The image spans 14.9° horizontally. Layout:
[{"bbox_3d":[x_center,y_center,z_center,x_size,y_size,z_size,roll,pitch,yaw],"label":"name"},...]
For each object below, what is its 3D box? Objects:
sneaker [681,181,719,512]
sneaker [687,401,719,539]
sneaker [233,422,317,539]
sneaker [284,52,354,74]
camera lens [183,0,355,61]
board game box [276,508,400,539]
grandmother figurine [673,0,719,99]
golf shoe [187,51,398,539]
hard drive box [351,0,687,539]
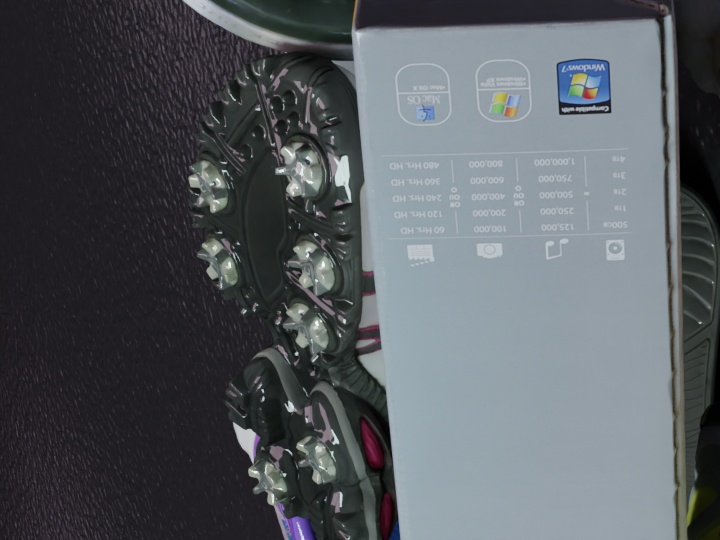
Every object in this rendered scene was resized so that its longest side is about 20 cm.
[{"bbox_3d":[0.076,0.069,0.976,0.106,0.074,0.201,165,119,-75],"label":"sneaker"},{"bbox_3d":[0.142,0.081,0.728,0.200,0.075,0.077,172,116,-77],"label":"sneaker"},{"bbox_3d":[0.018,0.029,0.986,0.200,0.080,0.084,112,149,-41],"label":"sneaker"},{"bbox_3d":[0.005,-0.066,1.133,0.080,0.076,0.201,-170,72,-79],"label":"sneaker"},{"bbox_3d":[0.000,-0.160,0.873,0.200,0.159,0.161,-83,-13,-74],"label":"camera lens"},{"bbox_3d":[0.052,0.193,1.103,0.200,0.056,0.197,30,140,62],"label":"board game box"},{"bbox_3d":[0.144,-0.025,0.674,0.200,0.060,0.122,47,137,45],"label":"grandmother figurine"},{"bbox_3d":[0.000,0.000,0.881,0.077,0.088,0.201,39,150,34],"label":"golf shoe"},{"bbox_3d":[0.048,-0.014,0.743,0.156,0.076,0.201,-82,-12,-58],"label":"hard drive box"}]
